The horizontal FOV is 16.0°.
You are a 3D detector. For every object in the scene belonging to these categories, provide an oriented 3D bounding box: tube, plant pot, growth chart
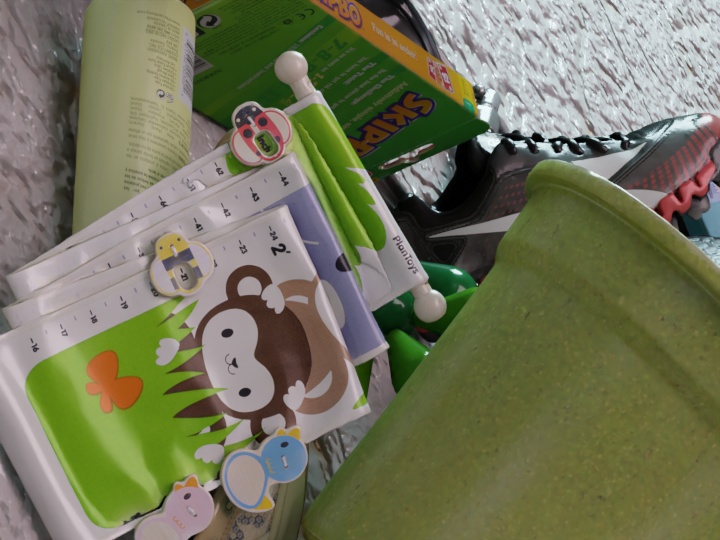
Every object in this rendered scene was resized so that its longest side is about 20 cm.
[{"bbox_3d":[-0.101,-0.025,1.106,0.058,0.052,0.201,7,63,-16],"label":"tube"},{"bbox_3d":[0.081,0.089,1.070,0.200,0.184,0.200,45,-8,8],"label":"plant pot"},{"bbox_3d":[-0.062,0.025,1.025,0.145,0.200,0.018,54,-16,-4],"label":"growth chart"}]

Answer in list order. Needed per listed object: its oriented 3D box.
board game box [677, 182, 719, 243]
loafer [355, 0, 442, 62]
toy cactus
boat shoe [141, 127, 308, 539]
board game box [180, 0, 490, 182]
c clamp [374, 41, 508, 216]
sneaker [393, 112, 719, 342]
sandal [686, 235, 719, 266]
[{"bbox_3d":[0.195,0.017,1.488,0.151,0.047,0.200,66,-16,0],"label":"board game box"},{"bbox_3d":[-0.030,-0.133,1.313,0.200,0.073,0.072,47,57,-23],"label":"loafer"},{"bbox_3d":[0.000,0.000,1.204,0.199,0.103,0.165,-1,34,-24],"label":"toy cactus"},{"bbox_3d":[-0.052,0.033,1.063,0.063,0.073,0.201,22,68,-62],"label":"boat shoe"},{"bbox_3d":[-0.025,-0.093,1.242,0.200,0.095,0.030,32,43,-49],"label":"board game box"},{"bbox_3d":[0.047,-0.067,1.433,0.171,0.027,0.200,56,29,-18],"label":"c clamp"},{"bbox_3d":[0.104,-0.043,1.342,0.098,0.200,0.071,63,-7,-10],"label":"sneaker"},{"bbox_3d":[0.147,0.035,1.308,0.200,0.075,0.045,-29,133,-51],"label":"sandal"}]
